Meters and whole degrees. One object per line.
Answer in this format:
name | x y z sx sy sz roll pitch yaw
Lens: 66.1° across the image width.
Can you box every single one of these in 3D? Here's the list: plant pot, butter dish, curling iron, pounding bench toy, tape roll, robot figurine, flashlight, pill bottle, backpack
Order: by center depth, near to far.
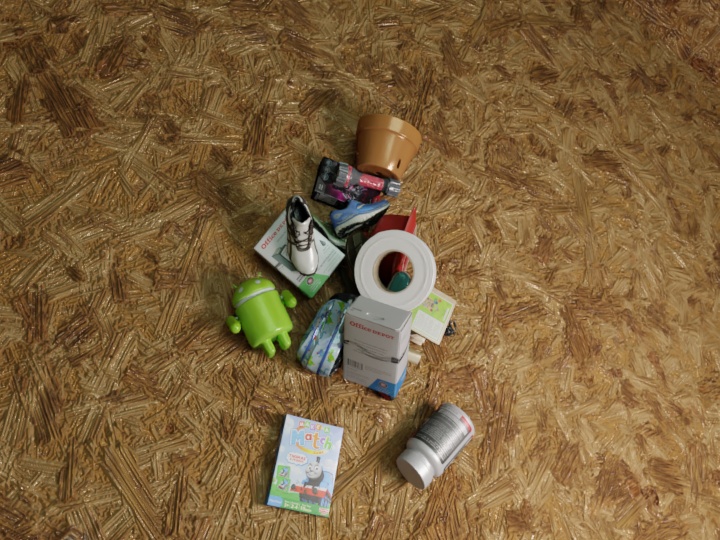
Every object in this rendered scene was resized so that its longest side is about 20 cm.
robot figurine | -0.240 0.108 1.355 0.173 0.116 0.203 -24 79 -16
tape roll | 0.086 0.004 1.361 0.198 0.071 0.207 0 90 12
backpack | -0.075 0.165 1.388 0.151 0.163 0.204 12 71 -7
pill bottle | 0.187 0.441 1.396 0.199 0.114 0.114 -37 86 -30
pounding bench toy | 0.137 0.149 1.473 0.123 0.156 0.203 28 74 -10
butter dish | 0.065 -0.066 1.529 0.145 0.201 0.202 18 61 10
flashlight | 0.020 -0.253 1.577 0.196 0.068 0.069 13 63 -17
curling iron | 0.201 0.111 1.582 0.200 0.026 0.050 44 97 4
plant pot | 0.070 -0.348 1.634 0.197 0.200 0.143 18 80 -14

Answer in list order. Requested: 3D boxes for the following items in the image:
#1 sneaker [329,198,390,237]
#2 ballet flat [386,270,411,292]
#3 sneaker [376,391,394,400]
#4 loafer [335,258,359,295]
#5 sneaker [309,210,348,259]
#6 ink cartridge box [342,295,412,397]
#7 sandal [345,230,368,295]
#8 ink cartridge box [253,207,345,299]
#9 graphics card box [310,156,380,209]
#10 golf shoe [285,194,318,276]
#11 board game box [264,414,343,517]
sneaker | -0.001 -0.167 1.532 0.198 0.079 0.090 -23 72 -34
ballet flat | 0.070 0.094 1.445 0.069 0.069 0.202 33 85 -6
sneaker | 0.063 0.236 1.449 0.094 0.079 0.203 -15 76 -28
loafer | -0.005 0.058 1.494 0.069 0.075 0.201 -34 85 -34
sneaker | -0.079 -0.102 1.541 0.200 0.077 0.089 42 47 -7
ink cartridge box | 0.038 0.179 1.309 0.142 0.203 0.084 16 35 19
sandal | 0.000 0.000 1.452 0.081 0.054 0.204 -25 103 -34
ink cartridge box | -0.160 -0.045 1.444 0.199 0.084 0.147 39 84 -3
graphics card box | -0.037 -0.237 1.615 0.197 0.051 0.128 20 63 -13
golf shoe | -0.148 -0.085 1.358 0.076 0.094 0.204 -13 89 -8
board game box | -0.130 0.458 1.305 0.149 0.037 0.204 17 63 -15
